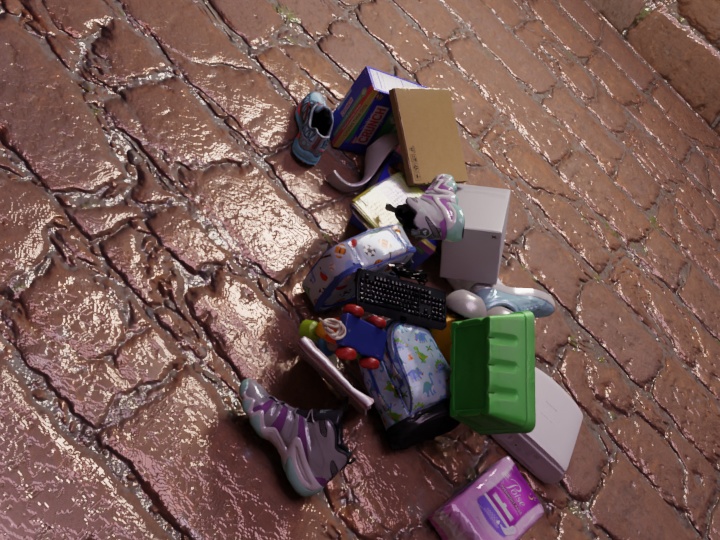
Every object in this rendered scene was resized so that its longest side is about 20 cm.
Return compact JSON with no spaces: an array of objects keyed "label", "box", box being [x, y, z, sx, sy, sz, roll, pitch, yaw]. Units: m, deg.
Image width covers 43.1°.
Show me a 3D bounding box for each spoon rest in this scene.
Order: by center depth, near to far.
[{"label":"spoon rest","box":[0.018,-0.220,1.875,0.200,0.099,0.061,-38,93,-31]}]

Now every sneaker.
[{"label":"sneaker","box":[-0.081,0.219,1.362,0.201,0.139,0.078,54,6,3]},{"label":"sneaker","box":[0.114,-0.125,1.730,0.138,0.078,0.201,0,30,-5]},{"label":"sneaker","box":[0.312,0.083,1.847,0.198,0.074,0.083,9,51,-21]},{"label":"sneaker","box":[-0.081,-0.305,1.859,0.079,0.096,0.201,24,44,-24]}]

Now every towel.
[{"label":"towel","box":[-0.036,0.166,1.431,0.146,0.200,0.030,42,81,7]},{"label":"towel","box":[0.072,-0.111,1.767,0.144,0.023,0.200,47,42,4]}]

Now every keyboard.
[{"label":"keyboard","box":[0.077,0.033,1.536,0.199,0.039,0.105,15,61,-37]}]

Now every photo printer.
[{"label":"photo printer","box":[0.339,0.281,1.734,0.166,0.069,0.200,42,39,-3]}]

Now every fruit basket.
[{"label":"fruit basket","box":[0.244,0.177,1.550,0.214,0.155,0.218,10,74,-39]}]

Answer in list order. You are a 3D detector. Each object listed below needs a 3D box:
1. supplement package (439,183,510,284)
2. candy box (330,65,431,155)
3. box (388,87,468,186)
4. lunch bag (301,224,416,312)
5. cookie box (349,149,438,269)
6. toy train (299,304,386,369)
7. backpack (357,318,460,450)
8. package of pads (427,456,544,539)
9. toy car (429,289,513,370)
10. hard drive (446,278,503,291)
[{"label":"supplement package","box":[0.236,-0.078,1.864,0.118,0.122,0.200,8,30,10]},{"label":"candy box","box":[0.054,-0.324,1.935,0.198,0.169,0.078,11,46,-34]},{"label":"box","box":[0.142,-0.274,1.864,0.162,0.021,0.202,-7,84,-40]},{"label":"lunch bag","box":[0.000,0.000,1.619,0.199,0.161,0.076,-16,64,-40]},{"label":"cookie box","box":[0.089,-0.126,1.866,0.171,0.075,0.201,36,41,-10]},{"label":"toy train","box":[-0.052,0.096,1.457,0.199,0.115,0.086,29,66,-52]},{"label":"backpack","box":[0.080,0.180,1.557,0.162,0.154,0.201,-7,49,-39]},{"label":"package of pads","box":[0.212,0.407,1.510,0.199,0.076,0.121,-22,75,-48]},{"label":"toy car","box":[0.190,0.128,1.694,0.199,0.176,0.150,22,7,-24]},{"label":"hard drive","box":[0.267,0.063,1.895,0.131,0.026,0.201,-20,71,-48]}]
